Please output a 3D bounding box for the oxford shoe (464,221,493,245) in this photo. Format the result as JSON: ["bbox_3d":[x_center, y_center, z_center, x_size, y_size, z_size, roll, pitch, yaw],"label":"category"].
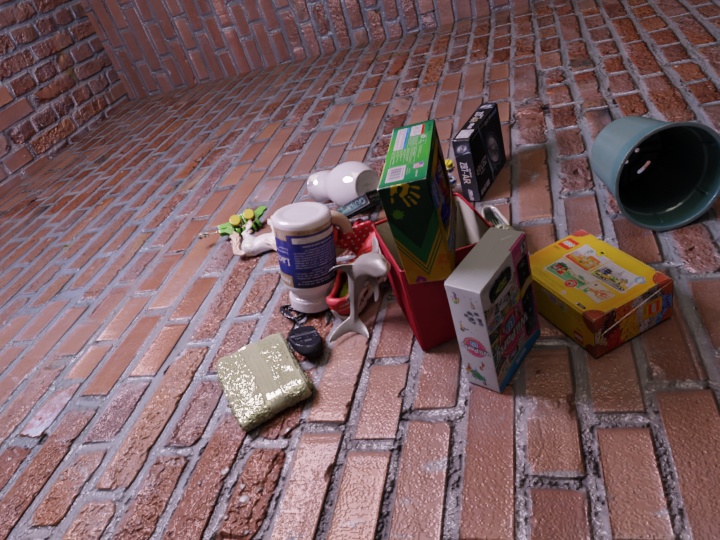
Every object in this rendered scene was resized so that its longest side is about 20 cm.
[{"bbox_3d":[0.209,-0.065,1.139,0.071,0.074,0.200,-10,11,-10],"label":"oxford shoe"}]

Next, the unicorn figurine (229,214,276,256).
[{"bbox_3d":[-0.229,-0.082,1.387,0.200,0.074,0.138,-27,41,13],"label":"unicorn figurine"}]

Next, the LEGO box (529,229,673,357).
[{"bbox_3d":[0.374,0.029,0.915,0.149,0.077,0.200,-25,34,-10],"label":"LEGO box"}]

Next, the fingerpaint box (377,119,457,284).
[{"bbox_3d":[0.095,-0.108,0.844,0.073,0.167,0.200,-9,34,18],"label":"fingerpaint box"}]

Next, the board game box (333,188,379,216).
[{"bbox_3d":[-0.025,-0.138,1.288,0.200,0.028,0.135,-25,3,36],"label":"board game box"}]

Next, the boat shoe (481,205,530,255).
[{"bbox_3d":[0.278,-0.061,1.104,0.072,0.062,0.200,-19,34,-1],"label":"boat shoe"}]

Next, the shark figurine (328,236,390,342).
[{"bbox_3d":[-0.016,0.024,0.995,0.089,0.215,0.128,3,47,-18],"label":"shark figurine"}]

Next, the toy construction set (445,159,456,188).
[{"bbox_3d":[0.131,-0.188,1.330,0.199,0.092,0.131,-11,58,25],"label":"toy construction set"}]

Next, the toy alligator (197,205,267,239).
[{"bbox_3d":[-0.333,-0.111,1.487,0.200,0.059,0.054,-27,75,-11],"label":"toy alligator"}]

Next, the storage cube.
[{"bbox_3d":[0.142,-0.001,0.982,0.171,0.180,0.200,-21,33,-3],"label":"storage cube"}]

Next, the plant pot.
[{"bbox_3d":[0.553,-0.207,1.076,0.200,0.201,0.196,-14,26,7],"label":"plant pot"}]

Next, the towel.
[{"bbox_3d":[-0.178,0.190,0.995,0.148,0.037,0.200,-28,35,-12],"label":"towel"}]

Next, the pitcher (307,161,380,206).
[{"bbox_3d":[-0.019,-0.228,1.453,0.171,0.122,0.200,-23,20,-31],"label":"pitcher"}]

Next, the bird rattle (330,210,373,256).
[{"bbox_3d":[-0.064,-0.061,1.199,0.200,0.163,0.113,-26,51,6],"label":"bird rattle"}]

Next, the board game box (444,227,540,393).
[{"bbox_3d":[0.205,0.059,0.844,0.064,0.200,0.148,14,46,39],"label":"board game box"}]

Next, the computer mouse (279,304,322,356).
[{"bbox_3d":[-0.119,0.117,1.081,0.058,0.034,0.200,-11,24,-16],"label":"computer mouse"}]

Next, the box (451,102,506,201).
[{"bbox_3d":[0.287,-0.284,1.329,0.043,0.161,0.200,5,40,33],"label":"box"}]

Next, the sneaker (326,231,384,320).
[{"bbox_3d":[0.000,0.000,1.086,0.077,0.085,0.200,14,69,36],"label":"sneaker"}]

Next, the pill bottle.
[{"bbox_3d":[-0.105,-0.024,1.103,0.115,0.201,0.116,-4,28,2],"label":"pill bottle"}]
